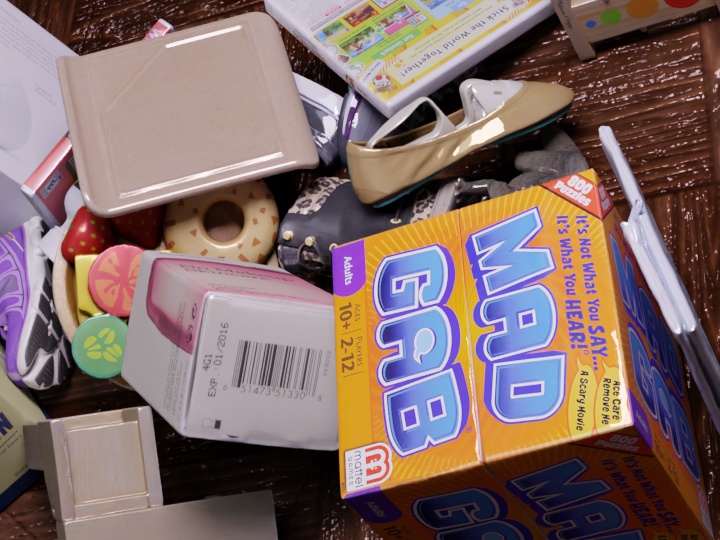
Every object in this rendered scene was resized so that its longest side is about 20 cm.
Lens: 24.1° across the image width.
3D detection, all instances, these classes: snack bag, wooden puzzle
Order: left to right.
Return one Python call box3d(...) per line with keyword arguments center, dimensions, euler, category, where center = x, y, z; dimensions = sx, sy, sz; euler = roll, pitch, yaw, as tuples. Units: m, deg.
box3d(center=(-0.149, -0.132, 1.436), dimensions=(0.199, 0.037, 0.186), euler=(-12, 53, -8), category="wooden puzzle")
box3d(center=(0.216, 0.015, 1.176), dimensions=(0.021, 0.189, 0.201), euler=(-24, 50, 11), category="snack bag")

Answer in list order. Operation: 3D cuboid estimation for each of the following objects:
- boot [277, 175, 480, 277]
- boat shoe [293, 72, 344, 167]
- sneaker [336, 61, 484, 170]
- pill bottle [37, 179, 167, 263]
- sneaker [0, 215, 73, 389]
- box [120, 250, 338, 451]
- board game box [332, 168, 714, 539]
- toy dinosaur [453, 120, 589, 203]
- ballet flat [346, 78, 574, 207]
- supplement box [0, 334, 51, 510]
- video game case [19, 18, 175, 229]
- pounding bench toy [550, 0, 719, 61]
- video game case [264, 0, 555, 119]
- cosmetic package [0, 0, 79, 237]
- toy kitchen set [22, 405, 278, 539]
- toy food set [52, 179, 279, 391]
box3d(center=(0.000, 0.000, 1.383), dimensions=(0.150, 0.073, 0.201), euler=(7, 59, 31), category="boot")
box3d(center=(-0.087, -0.146, 1.539), dimensions=(0.199, 0.072, 0.068), euler=(28, 73, 32), category="boat shoe")
box3d(center=(0.054, -0.168, 1.471), dimensions=(0.087, 0.075, 0.201), euler=(16, 67, 30), category="sneaker")
box3d(center=(-0.190, -0.065, 1.506), dimensions=(0.200, 0.113, 0.112), euler=(-47, 49, -7), category="pill bottle")
box3d(center=(-0.309, 0.038, 1.522), dimensions=(0.083, 0.081, 0.201), euler=(-20, 39, 3), category="sneaker")
box3d(center=(-0.095, 0.058, 1.292), dimensions=(0.200, 0.127, 0.110), euler=(-155, 74, -67), category="box")
box3d(center=(0.112, 0.089, 1.175), dimensions=(0.199, 0.200, 0.201), euler=(-16, 53, 19), category="board game box")
box3d(center=(0.141, -0.063, 1.358), dimensions=(0.102, 0.077, 0.200), euler=(10, 32, 30), category="toy dinosaur")
box3d(center=(0.080, -0.119, 1.364), dimensions=(0.199, 0.063, 0.069), euler=(-28, 17, -8), category="ballet flat")
box3d(center=(-0.389, 0.094, 1.450), dimensions=(0.134, 0.200, 0.200), euler=(-41, 48, -1), category="supplement box")
box3d(center=(-0.224, -0.121, 1.548), dimensions=(0.017, 0.143, 0.200), euler=(33, 78, 17), category="video game case")
box3d(center=(0.220, -0.299, 1.382), dimensions=(0.155, 0.200, 0.125), euler=(-14, 53, 21), category="pounding bench toy")
box3d(center=(0.046, -0.236, 1.476), dimensions=(0.199, 0.023, 0.182), euler=(-34, 56, -19), category="video game case")
box3d(center=(-0.376, -0.154, 1.602), dimensions=(0.122, 0.199, 0.201), euler=(-22, 49, 30), category="cosmetic package")
box3d(center=(-0.168, 0.210, 1.349), dimensions=(0.162, 0.180, 0.202), euler=(-6, 86, -19), category="toy kitchen set")
box3d(center=(-0.159, 0.010, 1.420), dimensions=(0.198, 0.049, 0.200), euler=(-5, 83, -10), category="toy food set")
